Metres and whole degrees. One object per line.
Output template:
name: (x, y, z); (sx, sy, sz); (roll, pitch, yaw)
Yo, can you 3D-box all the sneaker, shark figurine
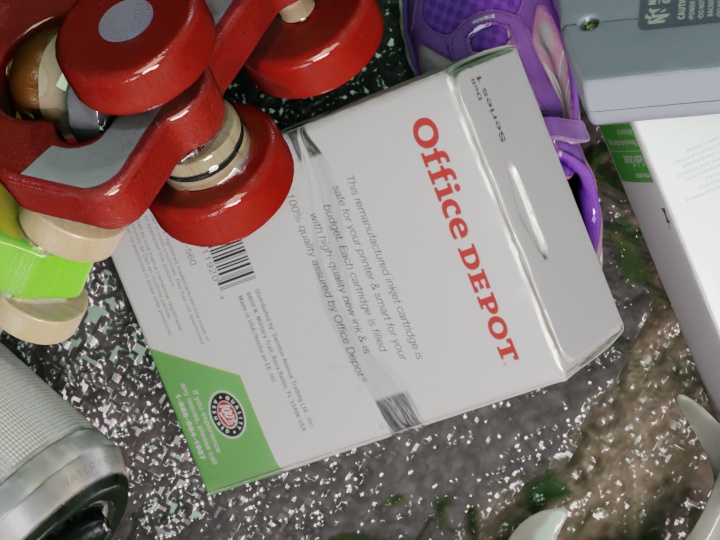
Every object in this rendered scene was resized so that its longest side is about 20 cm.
sneaker: (0.073, -0.068, 1.263); (0.080, 0.088, 0.200); (-14, 92, -2)
shark figurine: (0.109, 0.157, 1.262); (0.214, 0.090, 0.128); (-26, 99, 12)

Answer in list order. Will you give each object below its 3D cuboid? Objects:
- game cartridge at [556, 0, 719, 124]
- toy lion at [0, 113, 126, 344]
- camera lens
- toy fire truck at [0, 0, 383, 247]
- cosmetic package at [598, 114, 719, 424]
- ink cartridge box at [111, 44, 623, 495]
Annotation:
game cartridge: (0.156, -0.143, 1.219); (0.133, 0.200, 0.042); (-7, 134, 18)
toy lion: (-0.204, -0.054, 1.190); (0.200, 0.192, 0.069); (1, 131, -35)
camera lens: (-0.216, 0.090, 1.198); (0.200, 0.160, 0.160); (40, 90, 11)
toy fire truck: (-0.100, -0.107, 1.161); (0.168, 0.112, 0.200); (13, 60, 34)
cosmetic package: (0.184, -0.015, 1.264); (0.085, 0.108, 0.200); (-21, 93, -3)
ink cartridge box: (0.000, 0.000, 1.218); (0.200, 0.084, 0.146); (-19, 95, 29)
